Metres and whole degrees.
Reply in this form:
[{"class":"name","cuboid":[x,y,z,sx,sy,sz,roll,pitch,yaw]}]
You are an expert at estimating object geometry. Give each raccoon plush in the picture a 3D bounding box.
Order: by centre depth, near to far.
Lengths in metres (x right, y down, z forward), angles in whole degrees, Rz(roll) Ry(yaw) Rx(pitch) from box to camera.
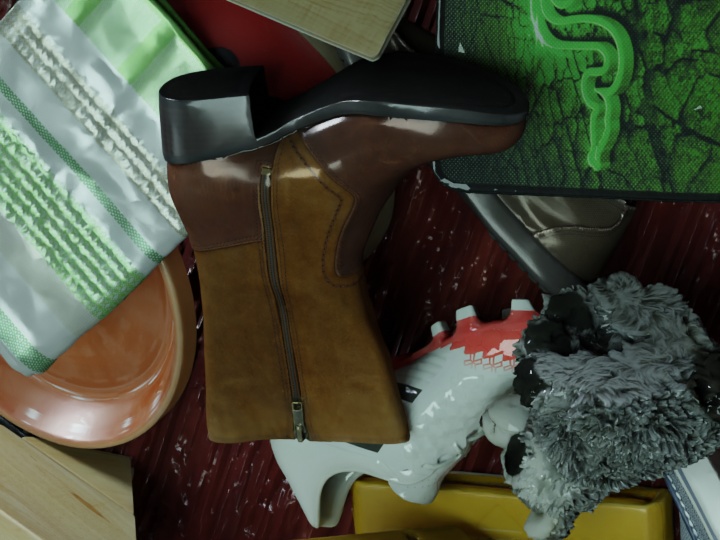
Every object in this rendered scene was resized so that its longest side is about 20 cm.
[{"class":"raccoon plush","cuboid":[0.144,0.094,1.413,0.200,0.097,0.134,30,143,33]}]

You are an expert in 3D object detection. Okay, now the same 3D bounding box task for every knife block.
[{"class":"knife block","cuboid":[-0.213,0.135,1.600,0.175,0.200,0.064,11,115,-12]}]

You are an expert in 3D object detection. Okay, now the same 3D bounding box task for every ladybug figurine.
[{"class":"ladybug figurine","cuboid":[-0.070,-0.076,1.520,0.200,0.072,0.136,46,119,4]}]

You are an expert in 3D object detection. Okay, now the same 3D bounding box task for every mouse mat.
[{"class":"mouse mat","cuboid":[0.117,-0.133,1.417,0.160,0.008,0.201,2,100,3]}]

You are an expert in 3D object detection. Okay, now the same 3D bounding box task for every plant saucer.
[{"class":"plant saucer","cuboid":[-0.169,0.001,1.589,0.200,0.032,0.201,19,126,28]}]

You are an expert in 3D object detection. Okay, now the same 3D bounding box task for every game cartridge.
[{"class":"game cartridge","cuboid":[0.084,0.207,1.571,0.176,0.032,0.201,3,107,23]}]

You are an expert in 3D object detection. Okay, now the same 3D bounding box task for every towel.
[{"class":"towel","cuboid":[-0.150,-0.059,1.504,0.200,0.031,0.149,-42,88,24]}]

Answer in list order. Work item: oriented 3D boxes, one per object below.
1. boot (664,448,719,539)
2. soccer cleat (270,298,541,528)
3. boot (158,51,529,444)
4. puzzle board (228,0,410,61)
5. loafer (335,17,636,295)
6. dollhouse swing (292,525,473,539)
[{"class":"boot","cuboid":[0.178,0.180,1.490,0.090,0.073,0.200,-26,97,13]},{"class":"soccer cleat","cuboid":[0.041,0.073,1.516,0.200,0.069,0.085,-22,78,28]},{"class":"boot","cuboid":[0.000,0.000,1.435,0.188,0.069,0.201,-5,114,10]},{"class":"puzzle board","cuboid":[-0.046,-0.202,1.452,0.200,0.017,0.151,24,75,15]},{"class":"loafer","cuboid":[0.062,-0.076,1.473,0.071,0.073,0.200,-42,96,8]},{"class":"dollhouse swing","cuboid":[0.042,0.255,1.462,0.200,0.181,0.176,41,123,44]}]
